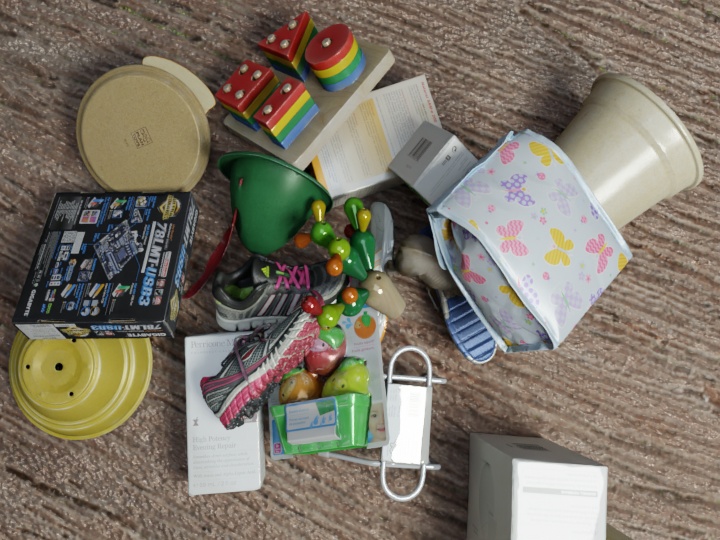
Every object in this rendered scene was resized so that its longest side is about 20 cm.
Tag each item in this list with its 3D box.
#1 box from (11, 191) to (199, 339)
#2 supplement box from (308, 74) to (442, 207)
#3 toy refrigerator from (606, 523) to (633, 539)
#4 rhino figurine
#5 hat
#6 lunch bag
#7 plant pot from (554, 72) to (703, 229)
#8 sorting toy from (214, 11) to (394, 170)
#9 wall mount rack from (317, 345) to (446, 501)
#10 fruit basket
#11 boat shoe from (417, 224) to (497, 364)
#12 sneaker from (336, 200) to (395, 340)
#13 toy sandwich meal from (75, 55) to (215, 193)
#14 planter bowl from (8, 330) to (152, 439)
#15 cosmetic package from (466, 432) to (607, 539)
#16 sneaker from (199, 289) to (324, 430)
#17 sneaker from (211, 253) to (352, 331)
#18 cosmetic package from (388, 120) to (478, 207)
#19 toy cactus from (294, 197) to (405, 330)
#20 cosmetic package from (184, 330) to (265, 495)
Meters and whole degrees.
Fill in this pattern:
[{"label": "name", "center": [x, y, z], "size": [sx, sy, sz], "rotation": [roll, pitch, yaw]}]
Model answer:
[{"label": "box", "center": [-0.323, -0.012, 0.791], "size": [0.192, 0.050, 0.205], "rotation": [0, 59, 1]}, {"label": "supplement box", "center": [0.018, -0.182, 0.872], "size": [0.195, 0.074, 0.130], "rotation": [-18, 86, -6]}, {"label": "toy refrigerator", "center": [0.305, 0.374, 0.778], "size": [0.068, 0.200, 0.078], "rotation": [7, 84, -3]}, {"label": "rhino figurine", "center": [0.131, 0.004, 0.784], "size": [0.194, 0.088, 0.061], "rotation": [17, 76, -2]}, {"label": "hat", "center": [-0.139, -0.032, 0.798], "size": [0.162, 0.200, 0.181], "rotation": [20, 77, -8]}, {"label": "lunch bag", "center": [0.184, -0.038, 0.698], "size": [0.169, 0.127, 0.202], "rotation": [-42, 100, -23]}, {"label": "plant pot", "center": [0.329, -0.131, 0.848], "size": [0.183, 0.200, 0.202], "rotation": [-41, 89, 5]}, {"label": "sorting toy", "center": [-0.088, -0.258, 0.816], "size": [0.200, 0.070, 0.199], "rotation": [-50, 47, -7]}, {"label": "wall mount rack", "center": [0.031, 0.204, 0.840], "size": [0.168, 0.075, 0.207], "rotation": [6, 84, -8]}, {"label": "fruit basket", "center": [-0.054, 0.136, 0.802], "size": [0.180, 0.093, 0.206], "rotation": [-13, 77, 23]}, {"label": "boat shoe", "center": [0.134, 0.035, 0.861], "size": [0.070, 0.072, 0.205], "rotation": [-19, 81, -8]}, {"label": "sneaker", "center": [0.000, 0.000, 0.856], "size": [0.089, 0.076, 0.207], "rotation": [6, 83, 1]}, {"label": "toy sandwich meal", "center": [-0.297, -0.196, 0.850], "size": [0.198, 0.070, 0.212], "rotation": [-2, 107, -6]}, {"label": "planter bowl", "center": [-0.386, 0.126, 0.806], "size": [0.194, 0.083, 0.207], "rotation": [0, 84, -4]}, {"label": "cosmetic package", "center": [0.215, 0.330, 0.775], "size": [0.119, 0.199, 0.207], "rotation": [5, 84, -4]}, {"label": "sneaker", "center": [-0.121, 0.101, 0.756], "size": [0.075, 0.081, 0.200], "rotation": [42, 88, 16]}, {"label": "sneaker", "center": [-0.108, 0.019, 0.797], "size": [0.194, 0.088, 0.075], "rotation": [-13, 50, 4]}, {"label": "cosmetic package", "center": [0.143, -0.097, 0.814], "size": [0.199, 0.108, 0.085], "rotation": [39, 97, -26]}, {"label": "toy cactus", "center": [-0.011, 0.007, 0.749], "size": [0.101, 0.203, 0.165], "rotation": [-31, 123, 27]}, {"label": "cosmetic package", "center": [-0.182, 0.187, 0.822], "size": [0.098, 0.074, 0.207], "rotation": [-4, 86, -5]}]
